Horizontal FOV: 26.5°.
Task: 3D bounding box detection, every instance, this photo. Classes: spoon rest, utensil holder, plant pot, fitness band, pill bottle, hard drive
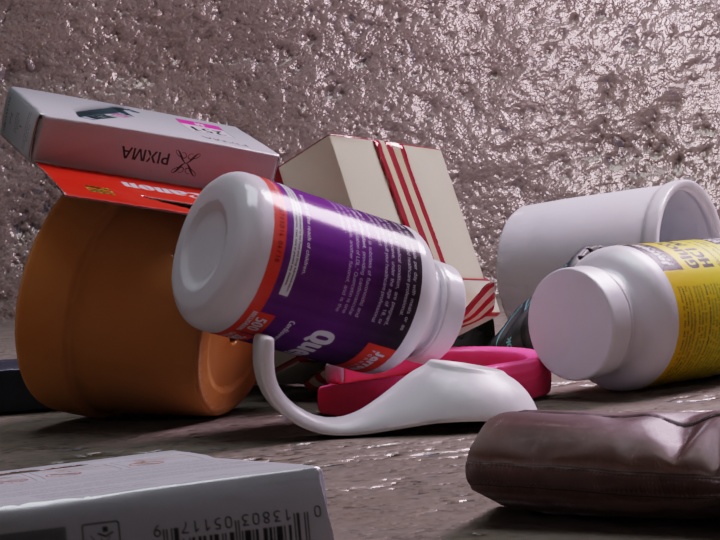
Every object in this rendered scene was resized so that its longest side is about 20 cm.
[{"bbox_3d":[0.023,0.086,1.029,0.199,0.061,0.099,10,0,-11],"label":"spoon rest"},{"bbox_3d":[0.270,-0.002,1.652,0.199,0.171,0.170,-6,0,37],"label":"utensil holder"},{"bbox_3d":[-0.154,0.030,1.189,0.139,0.201,0.200,15,8,21],"label":"plant pot"},{"bbox_3d":[0.058,0.084,1.179,0.199,0.038,0.143,-6,3,-45],"label":"fitness band"},{"bbox_3d":[-0.026,0.008,1.084,0.199,0.113,0.112,17,-10,-31],"label":"pill bottle"},{"bbox_3d":[0.229,0.034,1.202,0.199,0.113,0.112,-5,2,-42],"label":"pill bottle"},{"bbox_3d":[-0.324,0.100,1.357,0.199,0.043,0.135,-4,1,-2],"label":"hard drive"}]

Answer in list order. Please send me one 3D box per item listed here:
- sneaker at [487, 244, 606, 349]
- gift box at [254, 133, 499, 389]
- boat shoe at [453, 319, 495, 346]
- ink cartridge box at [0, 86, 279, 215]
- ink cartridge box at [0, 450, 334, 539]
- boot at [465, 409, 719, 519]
[{"bbox_3d":[0.192,0.034,1.490,0.079,0.076,0.200,-22,8,42],"label":"sneaker"},{"bbox_3d":[0.000,0.000,1.302,0.184,0.188,0.200,-1,-21,-46],"label":"gift box"},{"bbox_3d":[0.066,0.062,1.629,0.074,0.076,0.200,-9,-11,36],"label":"boat shoe"},{"bbox_3d":[-0.153,-0.085,1.152,0.199,0.044,0.173,8,14,-30],"label":"ink cartridge box"},{"bbox_3d":[-0.120,0.105,0.612,0.162,0.057,0.200,-4,-7,-23],"label":"ink cartridge box"},{"bbox_3d":[0.166,0.078,0.693,0.199,0.065,0.186,-9,-4,38],"label":"boot"}]
